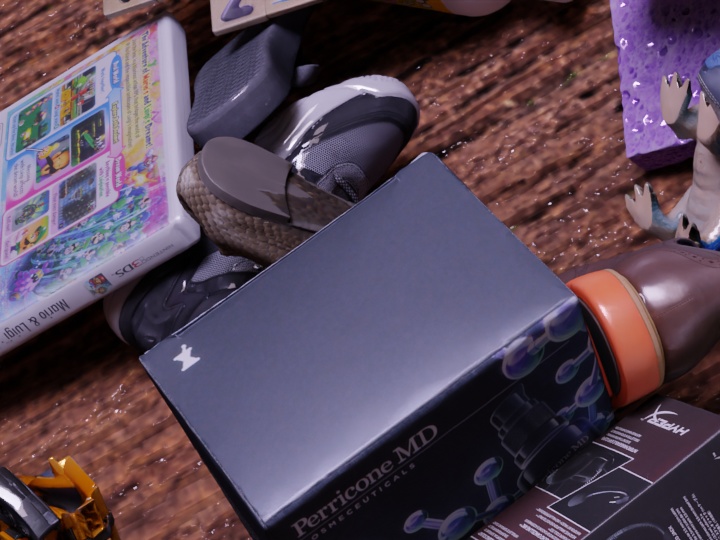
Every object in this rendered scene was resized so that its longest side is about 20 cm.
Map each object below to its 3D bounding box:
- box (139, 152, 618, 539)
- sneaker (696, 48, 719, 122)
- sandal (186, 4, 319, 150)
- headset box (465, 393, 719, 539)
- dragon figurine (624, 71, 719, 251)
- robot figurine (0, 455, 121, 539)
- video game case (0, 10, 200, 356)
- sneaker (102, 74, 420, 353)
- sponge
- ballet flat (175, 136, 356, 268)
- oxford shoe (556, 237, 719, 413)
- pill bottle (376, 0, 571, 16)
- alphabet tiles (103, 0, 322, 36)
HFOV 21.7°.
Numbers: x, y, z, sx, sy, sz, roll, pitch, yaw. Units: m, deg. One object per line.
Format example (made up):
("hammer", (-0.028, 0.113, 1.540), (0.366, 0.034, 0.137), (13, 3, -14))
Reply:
("box", (0.023, 0.079, 0.790), (0.148, 0.200, 0.107), (-35, 50, -9))
("sneaker", (0.187, 0.000, 0.811), (0.085, 0.201, 0.077), (-28, 14, 15))
("sandal", (-0.056, -0.101, 1.029), (0.076, 0.043, 0.200), (-36, 17, 20))
("headset box", (0.089, 0.169, 0.723), (0.200, 0.149, 0.077), (-36, 12, -9))
("dragon figurine", (0.182, -0.037, 0.876), (0.099, 0.201, 0.059), (3, 16, -28))
("robot figurine", (-0.177, 0.110, 0.885), (0.199, 0.146, 0.058), (25, 53, 39))
("video game case", (-0.169, -0.039, 1.022), (0.181, 0.024, 0.201), (-29, 37, 15))
("sneaker", (-0.029, -0.007, 0.963), (0.200, 0.076, 0.114), (-40, 51, -5))
("sponge", (0.217, -0.126, 0.932), (0.199, 0.030, 0.112), (-14, 69, 33))
("ballet flat", (0.000, 0.000, 0.904), (0.046, 0.199, 0.068), (-51, 21, 37))
("oxford shoe", (0.120, 0.025, 0.826), (0.072, 0.200, 0.072), (-24, 91, -6))
("pill bottle", (0.032, -0.202, 1.070), (0.199, 0.104, 0.105), (13, 59, 28))
("alphabet tiles", (-0.057, -0.211, 1.049), (0.199, 0.008, 0.168), (-15, 63, 18))
